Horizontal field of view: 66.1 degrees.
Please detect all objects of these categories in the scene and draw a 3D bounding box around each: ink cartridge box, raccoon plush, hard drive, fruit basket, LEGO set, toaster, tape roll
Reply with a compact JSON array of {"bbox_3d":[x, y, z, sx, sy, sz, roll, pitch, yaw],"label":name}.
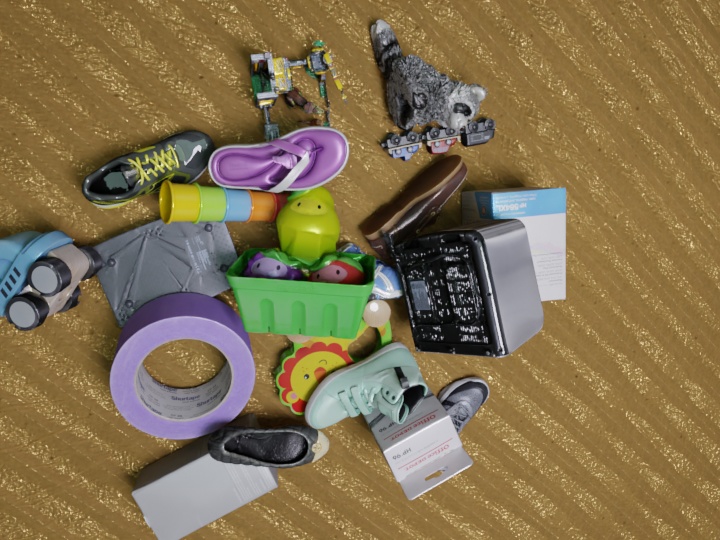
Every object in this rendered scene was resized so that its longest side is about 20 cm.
[{"bbox_3d":[0.077,0.245,0.866,0.115,0.200,0.068,-27,114,-7],"label":"ink cartridge box"},{"bbox_3d":[0.247,-0.031,0.903,0.124,0.129,0.202,-5,99,-11],"label":"ink cartridge box"},{"bbox_3d":[0.110,-0.303,0.847,0.133,0.097,0.202,-16,92,-18],"label":"raccoon plush"},{"bbox_3d":[-0.286,-0.010,0.835,0.198,0.042,0.136,-21,102,-9],"label":"hard drive"},{"bbox_3d":[-0.076,-0.021,0.783,0.213,0.156,0.218,1,109,3],"label":"fruit basket"},{"bbox_3d":[-0.090,-0.235,0.805,0.152,0.116,0.202,-1,99,-12],"label":"LEGO set"},{"bbox_3d":[0.148,0.018,0.808,0.118,0.180,0.202,-18,96,-38],"label":"toaster"},{"bbox_3d":[-0.259,0.141,0.820,0.198,0.085,0.202,-6,112,-14],"label":"tape roll"}]

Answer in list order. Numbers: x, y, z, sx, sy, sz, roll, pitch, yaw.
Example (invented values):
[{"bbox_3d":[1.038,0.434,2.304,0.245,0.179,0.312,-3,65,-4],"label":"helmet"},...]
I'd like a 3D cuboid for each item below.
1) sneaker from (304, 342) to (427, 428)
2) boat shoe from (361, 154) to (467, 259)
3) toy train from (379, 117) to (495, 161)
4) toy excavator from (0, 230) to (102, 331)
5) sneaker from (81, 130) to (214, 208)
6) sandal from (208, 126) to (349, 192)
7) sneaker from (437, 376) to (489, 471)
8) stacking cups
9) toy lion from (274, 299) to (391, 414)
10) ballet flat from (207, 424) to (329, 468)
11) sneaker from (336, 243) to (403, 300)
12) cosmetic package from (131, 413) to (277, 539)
[{"bbox_3d":[0.008,0.201,0.851,0.199,0.118,0.074,-34,123,-2],"label":"sneaker"},{"bbox_3d":[0.095,-0.101,0.894,0.200,0.071,0.070,-39,119,5],"label":"boat shoe"},{"bbox_3d":[0.127,-0.212,0.902,0.198,0.034,0.046,-12,111,-11],"label":"toy train"},{"bbox_3d":[-0.493,-0.003,0.758,0.200,0.100,0.195,40,106,-5],"label":"toy excavator"},{"bbox_3d":[-0.301,-0.140,0.791,0.199,0.085,0.075,-28,104,-7],"label":"sneaker"},{"bbox_3d":[-0.113,-0.142,0.751,0.200,0.050,0.083,-9,107,10],"label":"sandal"},{"bbox_3d":[0.152,0.267,0.934,0.199,0.114,0.076,-38,104,-5],"label":"sneaker"},{"bbox_3d":[-0.185,-0.100,0.806,0.198,0.060,0.061,-6,100,-36],"label":"stacking cups"},{"bbox_3d":[-0.044,0.143,0.906,0.198,0.069,0.194,-11,107,-11],"label":"toy lion"},{"bbox_3d":[-0.131,0.267,0.827,0.198,0.057,0.067,11,82,-33],"label":"ballet flat"},{"bbox_3d":[0.000,0.000,0.875,0.198,0.076,0.078,4,102,-9],"label":"sneaker"},{"bbox_3d":[-0.240,0.327,0.874,0.198,0.090,0.108,-23,101,-5],"label":"cosmetic package"}]
